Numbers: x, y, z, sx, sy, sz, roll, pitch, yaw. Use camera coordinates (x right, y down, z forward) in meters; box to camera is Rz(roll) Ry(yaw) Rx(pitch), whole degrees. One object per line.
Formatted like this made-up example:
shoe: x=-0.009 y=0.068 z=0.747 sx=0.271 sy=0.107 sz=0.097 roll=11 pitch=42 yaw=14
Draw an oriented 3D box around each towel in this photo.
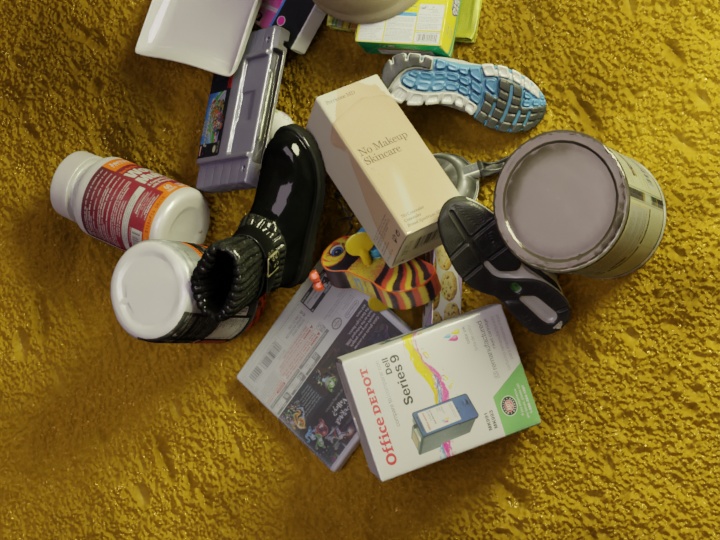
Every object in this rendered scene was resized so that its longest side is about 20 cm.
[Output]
towel: x=0.054 y=-0.331 z=1.749 sx=0.198 sy=0.018 sz=0.087 roll=10 pitch=92 yaw=24

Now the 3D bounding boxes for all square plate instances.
square plate: x=-0.189 y=-0.353 z=1.822 sx=0.199 sy=0.028 sz=0.200 roll=19 pitch=89 yaw=41

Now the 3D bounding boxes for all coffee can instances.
coffee can: x=0.244 y=-0.067 z=1.554 sx=0.145 sy=0.200 sz=0.148 roll=-1 pitch=87 yaw=24

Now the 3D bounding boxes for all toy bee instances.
toy bee: x=0.000 y=0.000 z=1.697 sx=0.108 sy=0.132 sz=0.200 roll=-40 pitch=28 yaw=-14

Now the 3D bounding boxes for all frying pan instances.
frying pan: x=0.119 y=-0.097 z=1.681 sx=0.188 sy=0.031 sz=0.116 roll=-4 pitch=59 yaw=27

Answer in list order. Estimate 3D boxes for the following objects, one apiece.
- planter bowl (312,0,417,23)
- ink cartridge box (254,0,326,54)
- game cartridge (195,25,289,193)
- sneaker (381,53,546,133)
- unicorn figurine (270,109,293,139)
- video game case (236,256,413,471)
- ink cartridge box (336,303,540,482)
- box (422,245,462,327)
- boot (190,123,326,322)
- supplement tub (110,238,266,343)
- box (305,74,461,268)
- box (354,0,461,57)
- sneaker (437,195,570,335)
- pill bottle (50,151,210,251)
planter bowl: x=-0.008 y=-0.409 z=1.660 sx=0.198 sy=0.135 sz=0.203 roll=-6 pitch=75 yaw=21
ink cartridge box: x=-0.061 y=-0.382 z=1.783 sx=0.094 sy=0.037 sz=0.201 roll=38 pitch=103 yaw=31
game cartridge: x=-0.151 y=-0.199 z=1.781 sx=0.129 sy=0.038 sz=0.203 roll=-1 pitch=76 yaw=50
sneaker: x=0.125 y=-0.220 z=1.686 sx=0.198 sy=0.087 sz=0.076 roll=16 pitch=106 yaw=0
unicorn figurine: x=-0.083 y=-0.142 z=1.771 sx=0.200 sy=0.074 sz=0.138 roll=42 pitch=108 yaw=17
video game case: x=-0.036 y=0.114 z=1.768 sx=0.182 sy=0.023 sz=0.201 roll=41 pitch=103 yaw=20
ink cartridge box: x=0.086 y=0.138 z=1.624 sx=0.198 sy=0.088 sz=0.147 roll=-18 pitch=89 yaw=-5
box: x=0.097 y=0.057 z=1.694 sx=0.041 sy=0.039 sz=0.203 roll=3 pitch=88 yaw=-15
boot: x=-0.118 y=-0.054 z=1.639 sx=0.079 sy=0.157 sz=0.214 roll=18 pitch=114 yaw=35
supplement tub: x=-0.205 y=0.028 z=1.746 sx=0.121 sy=0.199 sz=0.124 roll=-1 pitch=87 yaw=25
box: x=0.026 y=-0.115 z=1.632 sx=0.201 sy=0.094 sz=0.078 roll=56 pitch=153 yaw=18
box: x=0.068 y=-0.361 z=1.715 sx=0.116 sy=0.048 sz=0.203 roll=7 pitch=82 yaw=23
sneaker: x=0.156 y=-0.022 z=1.612 sx=0.075 sy=0.116 sz=0.200 roll=-38 pitch=112 yaw=18
pill bottle: x=-0.300 y=-0.082 z=1.842 sx=0.198 sy=0.109 sz=0.111 roll=23 pitch=97 yaw=28
